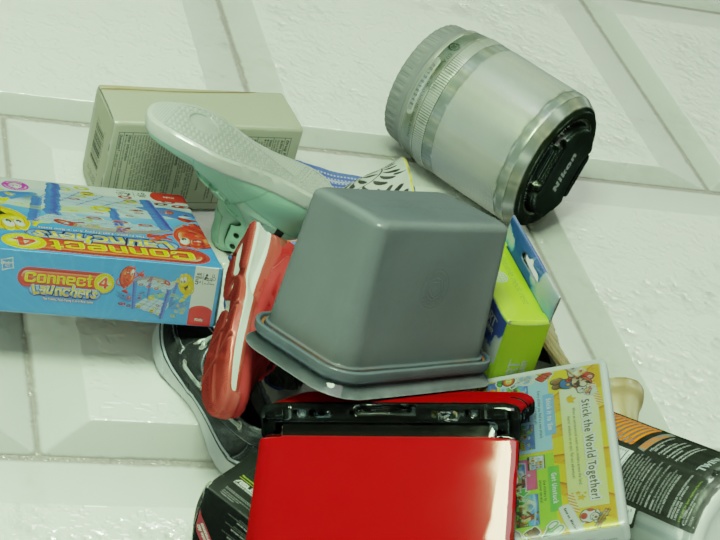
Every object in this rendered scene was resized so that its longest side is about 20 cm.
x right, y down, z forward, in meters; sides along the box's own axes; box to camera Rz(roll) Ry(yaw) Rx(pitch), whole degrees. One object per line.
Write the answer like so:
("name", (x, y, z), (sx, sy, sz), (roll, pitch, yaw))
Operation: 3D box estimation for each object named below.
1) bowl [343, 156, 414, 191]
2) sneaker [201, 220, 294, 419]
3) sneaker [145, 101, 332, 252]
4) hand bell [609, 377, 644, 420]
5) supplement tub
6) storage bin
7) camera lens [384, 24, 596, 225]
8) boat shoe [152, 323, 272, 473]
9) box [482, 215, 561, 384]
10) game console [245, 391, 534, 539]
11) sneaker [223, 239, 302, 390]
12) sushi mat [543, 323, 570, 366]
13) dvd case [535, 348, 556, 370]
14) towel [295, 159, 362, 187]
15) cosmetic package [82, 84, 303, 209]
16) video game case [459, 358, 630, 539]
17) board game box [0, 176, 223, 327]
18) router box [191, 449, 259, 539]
("bowl", (0.000, 0.000, 1.472), (0.093, 0.202, 0.202), (-3, 37, -4))
("sneaker", (-0.060, 0.051, 1.339), (0.114, 0.079, 0.201), (21, 48, -13))
("sneaker", (-0.137, -0.074, 1.544), (0.199, 0.118, 0.074), (28, 33, -21))
("hand bell", (0.236, 0.205, 1.399), (0.103, 0.105, 0.201), (-1, 52, -27))
("supplement tub", (0.221, 0.185, 1.289), (0.122, 0.124, 0.199), (-12, 20, -37))
("storage bin", (0.019, 0.008, 1.282), (0.199, 0.136, 0.145), (1, 22, -46))
("camera lens", (0.145, -0.158, 1.771), (0.199, 0.161, 0.159), (36, 37, 23))
("boat shoe", (-0.122, 0.088, 1.380), (0.071, 0.068, 0.201), (-2, 39, -27))
("box", (0.106, 0.067, 1.401), (0.047, 0.202, 0.122), (1, 37, -21))
("game console", (0.027, 0.157, 1.227), (0.198, 0.120, 0.172), (0, 1, 13))
("sneaker", (-0.086, 0.043, 1.473), (0.077, 0.076, 0.201), (1, 30, -6))
("sushi mat", (0.165, 0.041, 1.497), (0.012, 0.200, 0.096), (-24, 69, 9))
("dvd case", (0.109, 0.027, 1.597), (0.149, 0.025, 0.201), (17, 32, -20))
("towel", (0.002, -0.045, 1.667), (0.143, 0.024, 0.201), (10, 35, -14))
("cosmetic package", (-0.169, -0.122, 1.621), (0.198, 0.104, 0.073), (0, 37, -27))
("video game case", (0.111, 0.151, 1.260), (0.180, 0.023, 0.201), (-11, 32, 10))
("board game box", (-0.238, -0.019, 1.438), (0.198, 0.057, 0.196), (5, 19, -20))
("router box", (-0.011, 0.211, 1.266), (0.199, 0.063, 0.149), (35, 38, 22))
